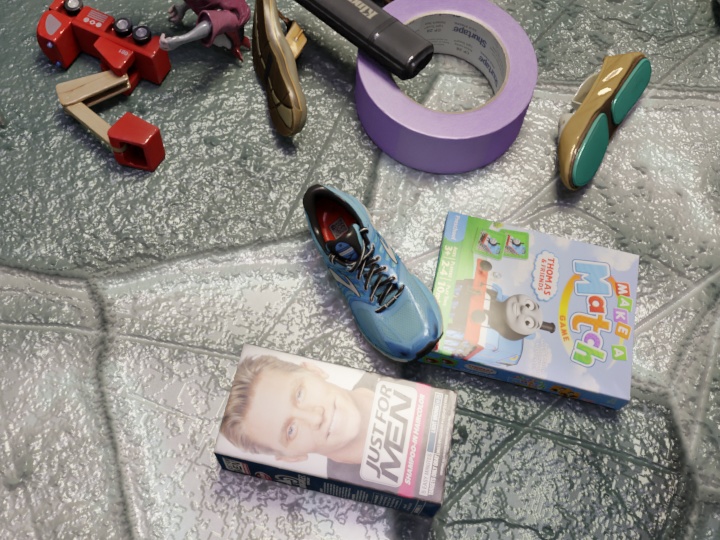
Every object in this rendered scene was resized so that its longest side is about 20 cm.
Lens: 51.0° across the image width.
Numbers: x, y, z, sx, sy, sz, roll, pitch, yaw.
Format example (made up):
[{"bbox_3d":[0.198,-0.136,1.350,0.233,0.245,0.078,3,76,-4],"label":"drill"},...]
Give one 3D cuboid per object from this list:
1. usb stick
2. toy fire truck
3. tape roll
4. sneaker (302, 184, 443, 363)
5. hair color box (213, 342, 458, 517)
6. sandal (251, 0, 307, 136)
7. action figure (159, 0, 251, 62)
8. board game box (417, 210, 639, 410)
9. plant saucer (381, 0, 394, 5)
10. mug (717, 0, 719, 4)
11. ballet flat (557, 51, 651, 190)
[{"bbox_3d":[-0.008,-0.272,0.803,0.199,0.033,0.055,40,67,16],"label":"usb stick"},{"bbox_3d":[-0.280,-0.206,0.818,0.196,0.049,0.143,24,65,8],"label":"toy fire truck"},{"bbox_3d":[0.092,-0.210,0.832,0.195,0.066,0.205,1,65,-3],"label":"tape roll"},{"bbox_3d":[0.000,0.000,0.701,0.078,0.090,0.201,-40,65,6],"label":"sneaker"},{"bbox_3d":[-0.019,0.140,0.661,0.195,0.061,0.102,11,64,3],"label":"hair color box"},{"bbox_3d":[-0.082,-0.238,0.834,0.053,0.081,0.204,-7,65,-23],"label":"sandal"},{"bbox_3d":[-0.169,-0.314,0.805,0.147,0.200,0.135,-34,47,11],"label":"action figure"},{"bbox_3d":[0.165,0.035,0.734,0.195,0.037,0.154,13,64,3],"label":"board game box"},{"bbox_3d":[0.068,-0.398,0.886,0.196,0.029,0.206,4,83,-30],"label":"plant saucer"},{"bbox_3d":[0.521,-0.369,0.902,0.171,0.151,0.201,6,33,8],"label":"mug"},{"bbox_3d":[0.254,-0.166,0.831,0.062,0.069,0.201,19,58,37],"label":"ballet flat"}]
